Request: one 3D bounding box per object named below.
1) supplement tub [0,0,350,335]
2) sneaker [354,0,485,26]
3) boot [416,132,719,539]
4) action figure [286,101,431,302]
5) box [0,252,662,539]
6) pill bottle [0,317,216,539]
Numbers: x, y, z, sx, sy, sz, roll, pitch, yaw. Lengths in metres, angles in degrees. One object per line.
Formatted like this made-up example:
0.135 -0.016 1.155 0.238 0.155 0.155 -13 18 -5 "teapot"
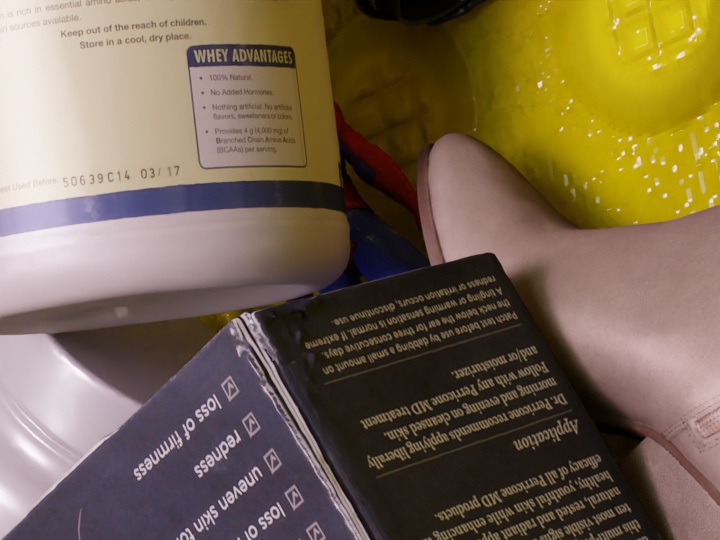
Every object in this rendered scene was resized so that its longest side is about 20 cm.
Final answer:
-0.084 -0.086 0.978 0.144 0.145 0.201 -11 84 42 "supplement tub"
-0.010 -0.134 1.043 0.199 0.070 0.100 -3 86 46 "sneaker"
0.107 0.008 0.916 0.146 0.070 0.201 -38 64 30 "boot"
0.000 0.000 1.030 0.065 0.052 0.200 -49 51 21 "action figure"
-0.005 0.134 0.907 0.200 0.124 0.197 -42 70 40 "box"
-0.126 0.105 1.090 0.113 0.113 0.201 49 117 36 "pill bottle"
